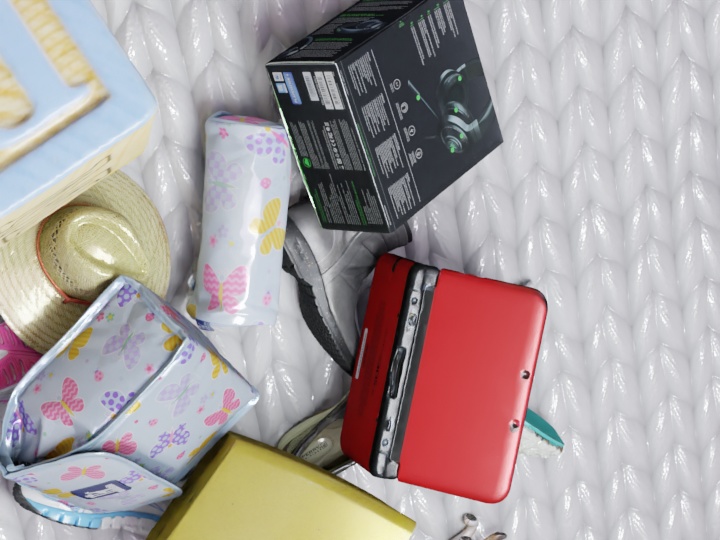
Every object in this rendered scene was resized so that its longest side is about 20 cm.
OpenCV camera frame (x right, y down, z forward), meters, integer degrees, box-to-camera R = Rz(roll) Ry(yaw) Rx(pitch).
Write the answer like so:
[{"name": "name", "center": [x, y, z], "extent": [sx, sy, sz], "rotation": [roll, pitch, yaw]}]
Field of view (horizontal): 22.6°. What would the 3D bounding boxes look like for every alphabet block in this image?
[{"name": "alphabet block", "center": [-0.296, -0.142, 1.477], "extent": [0.196, 0.200, 0.196], "rotation": [-33, 90, -10]}]

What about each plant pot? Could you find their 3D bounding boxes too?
[{"name": "plant pot", "center": [-0.091, 0.257, 1.671], "extent": [0.176, 0.200, 0.200], "rotation": [36, 84, -8]}]

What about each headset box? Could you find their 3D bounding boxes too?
[{"name": "headset box", "center": [0.031, -0.158, 1.670], "extent": [0.200, 0.093, 0.175], "rotation": [-40, 122, -37]}]

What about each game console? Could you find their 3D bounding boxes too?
[{"name": "game console", "center": [0.073, 0.097, 1.685], "extent": [0.118, 0.172, 0.201], "rotation": [11, 93, -18]}]

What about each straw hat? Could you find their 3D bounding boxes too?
[{"name": "straw hat", "center": [-0.237, -0.015, 1.606], "extent": [0.200, 0.085, 0.202], "rotation": [3, 84, -35]}]

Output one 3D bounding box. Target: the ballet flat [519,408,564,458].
[{"name": "ballet flat", "center": [0.122, 0.144, 1.868], "extent": [0.200, 0.072, 0.072], "rotation": [38, 90, -22]}]

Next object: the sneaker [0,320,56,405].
[{"name": "sneaker", "center": [-0.320, 0.079, 1.648], "extent": [0.199, 0.088, 0.082], "rotation": [-12, 83, -39]}]

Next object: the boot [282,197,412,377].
[{"name": "boot", "center": [0.000, 0.000, 1.764], "extent": [0.131, 0.070, 0.201], "rotation": [-32, 121, -16]}]

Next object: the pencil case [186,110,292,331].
[{"name": "pencil case", "center": [-0.112, -0.044, 1.672], "extent": [0.083, 0.090, 0.201], "rotation": [1, 98, -46]}]

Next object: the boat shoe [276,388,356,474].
[{"name": "boat shoe", "center": [0.004, 0.153, 1.790], "extent": [0.200, 0.065, 0.073], "rotation": [-39, 112, 11]}]

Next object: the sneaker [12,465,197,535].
[{"name": "sneaker", "center": [-0.237, 0.205, 1.733], "extent": [0.199, 0.075, 0.087], "rotation": [11, 94, -32]}]

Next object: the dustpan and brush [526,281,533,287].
[{"name": "dustpan and brush", "center": [0.136, 0.060, 1.797], "extent": [0.057, 0.200, 0.140], "rotation": [10, 122, 6]}]

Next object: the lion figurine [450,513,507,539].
[{"name": "lion figurine", "center": [0.057, 0.324, 1.894], "extent": [0.199, 0.072, 0.123], "rotation": [5, 113, -29]}]

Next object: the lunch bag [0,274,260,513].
[{"name": "lunch bag", "center": [-0.211, 0.131, 1.605], "extent": [0.200, 0.127, 0.170], "rotation": [-44, 151, -1]}]
